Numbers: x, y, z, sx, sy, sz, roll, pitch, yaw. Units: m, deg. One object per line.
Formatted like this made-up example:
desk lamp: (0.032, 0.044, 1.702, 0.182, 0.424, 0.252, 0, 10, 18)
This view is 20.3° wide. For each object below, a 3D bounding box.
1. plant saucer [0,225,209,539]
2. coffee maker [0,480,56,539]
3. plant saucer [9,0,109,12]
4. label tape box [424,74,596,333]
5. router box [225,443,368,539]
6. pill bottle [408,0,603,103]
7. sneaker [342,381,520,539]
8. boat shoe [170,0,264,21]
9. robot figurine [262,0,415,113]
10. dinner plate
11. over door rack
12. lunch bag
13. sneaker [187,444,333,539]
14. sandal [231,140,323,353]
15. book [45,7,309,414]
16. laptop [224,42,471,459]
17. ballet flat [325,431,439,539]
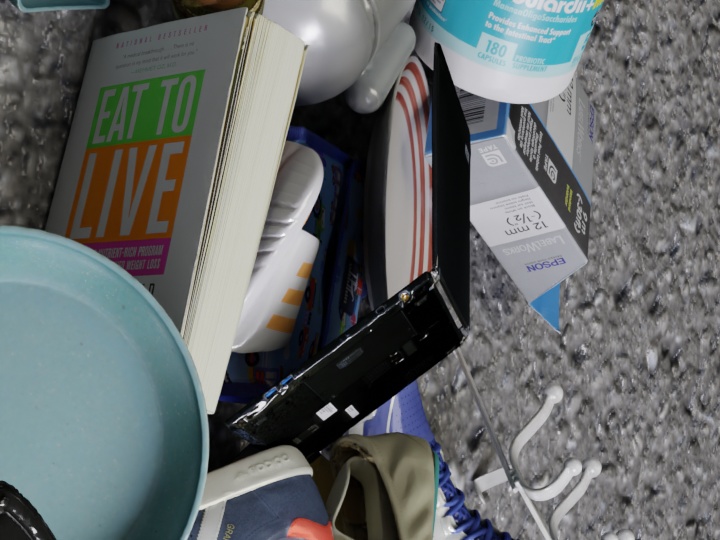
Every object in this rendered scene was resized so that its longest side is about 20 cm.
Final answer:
plant saucer: (-0.168, 0.080, 0.942, 0.036, 0.199, 0.201, 11, 81, -88)
coffee maker: (-0.242, 0.157, 0.801, 0.192, 0.199, 0.136, -13, 99, -53)
plant saucer: (-0.167, -0.236, 1.046, 0.070, 0.019, 0.201, -13, 100, -53)
label tape box: (0.119, -0.074, 1.370, 0.200, 0.066, 0.144, 50, 36, -39)
router box: (-0.050, 0.196, 1.108, 0.157, 0.052, 0.200, 39, 45, 8)
pill bottle: (0.107, -0.210, 1.211, 0.111, 0.111, 0.201, -31, 147, -49)
sneaker: (0.055, 0.165, 1.260, 0.081, 0.114, 0.201, -22, 109, -71)
boat shoe: (-0.084, -0.224, 1.063, 0.068, 0.072, 0.201, 107, -32, -74)
robot figurine: (-0.025, -0.174, 1.160, 0.170, 0.113, 0.200, 53, 50, -24)
dinner plate: (0.024, -0.034, 1.258, 0.200, 0.024, 0.202, 1, 90, -81)
over door rack: (0.113, 0.127, 1.288, 0.066, 0.200, 0.148, -32, 123, -6)
lunch bag: (-0.045, 0.005, 1.178, 0.200, 0.094, 0.152, 17, 78, -68)
sneaker: (-0.099, 0.161, 1.019, 0.199, 0.075, 0.085, -21, 74, -23)
sandal: (-0.075, 0.030, 1.042, 0.059, 0.079, 0.207, 31, 86, -45)
book: (-0.109, -0.027, 1.033, 0.048, 0.133, 0.201, 26, 69, -45)
laptop: (0.000, 0.000, 1.078, 0.103, 0.200, 0.177, 53, 0, 15)
ballet flat: (0.009, 0.165, 1.079, 0.070, 0.069, 0.201, 55, 21, -39)
